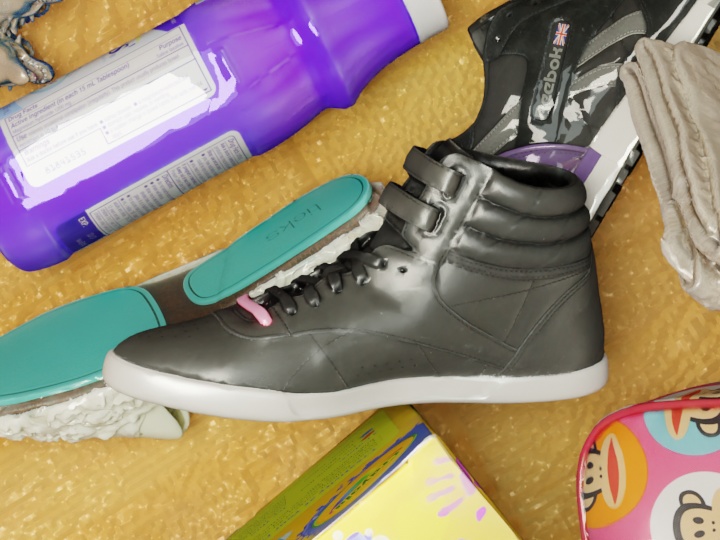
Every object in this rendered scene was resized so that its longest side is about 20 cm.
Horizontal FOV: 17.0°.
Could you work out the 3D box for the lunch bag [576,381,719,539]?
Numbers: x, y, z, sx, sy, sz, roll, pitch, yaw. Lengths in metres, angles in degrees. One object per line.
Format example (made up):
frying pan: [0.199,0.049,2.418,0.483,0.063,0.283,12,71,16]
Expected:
lunch bag: [0.180,0.140,0.931,0.175,0.082,0.201,-5,89,27]

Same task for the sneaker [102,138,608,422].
sneaker: [0.000,0.000,0.909,0.199,0.071,0.100,-3,106,-16]

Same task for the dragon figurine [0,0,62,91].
dragon figurine: [-0.218,-0.100,0.967,0.199,0.099,0.059,3,91,18]

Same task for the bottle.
bottle: [-0.062,-0.071,0.958,0.199,0.084,0.065,-28,90,0]

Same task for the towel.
towel: [0.185,-0.008,0.909,0.199,0.133,0.034,24,126,-26]

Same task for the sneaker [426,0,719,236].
sneaker: [0.092,-0.096,0.968,0.087,0.076,0.201,31,89,5]

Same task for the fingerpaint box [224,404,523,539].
fingerpaint box: [-0.032,0.143,0.914,0.200,0.167,0.073,-40,94,-2]

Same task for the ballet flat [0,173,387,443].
ballet flat: [-0.065,0.032,0.969,0.199,0.072,0.072,-25,90,0]
